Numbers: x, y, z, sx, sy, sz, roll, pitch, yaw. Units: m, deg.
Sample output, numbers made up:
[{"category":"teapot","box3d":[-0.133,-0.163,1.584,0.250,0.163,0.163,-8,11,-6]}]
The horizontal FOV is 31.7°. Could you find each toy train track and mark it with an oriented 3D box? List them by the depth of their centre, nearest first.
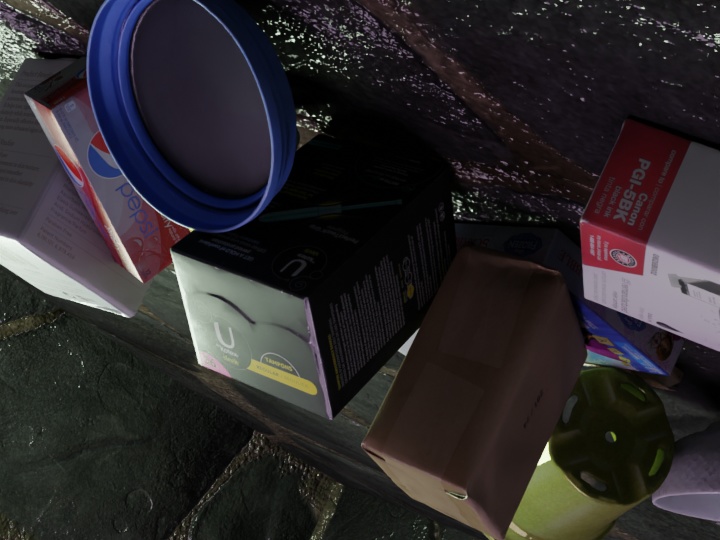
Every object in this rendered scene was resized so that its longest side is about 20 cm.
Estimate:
[{"category":"toy train track","box3d":[0.256,0.107,1.333,0.114,0.033,0.199,35,165,-27]}]

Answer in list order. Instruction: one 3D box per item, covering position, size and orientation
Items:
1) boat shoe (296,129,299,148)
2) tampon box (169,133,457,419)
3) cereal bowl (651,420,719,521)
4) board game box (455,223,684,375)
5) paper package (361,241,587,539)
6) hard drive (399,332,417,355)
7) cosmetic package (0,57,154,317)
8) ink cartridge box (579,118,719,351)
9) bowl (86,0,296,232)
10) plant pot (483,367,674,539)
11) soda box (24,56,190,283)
[{"category":"boat shoe","box3d":[-0.142,-0.145,1.102,0.199,0.073,0.065,28,164,26]},{"category":"tampon box","box3d":[-0.031,-0.001,1.064,0.149,0.200,0.127,18,134,33]},{"category":"cereal bowl","box3d":[0.389,0.198,1.254,0.197,0.084,0.200,6,162,2]},{"category":"board game box","box3d":[0.167,0.024,1.186,0.199,0.041,0.199,37,163,-31]},{"category":"paper package","box3d":[0.108,0.109,1.101,0.103,0.202,0.191,21,165,25]},{"category":"hard drive","box3d":[0.103,0.081,1.390,0.131,0.027,0.199,-7,152,37]},{"category":"cosmetic package","box3d":[-0.287,-0.087,1.292,0.166,0.202,0.166,12,160,44]},{"category":"ink cartridge box","box3d":[0.253,-0.004,0.845,0.198,0.084,0.147,23,164,19]},{"category":"bowl","box3d":[-0.131,-0.129,0.984,0.199,0.039,0.203,21,126,31]},{"category":"plant pot","box3d":[0.214,0.180,1.268,0.199,0.202,0.184,28,158,-4]},{"category":"soda box","box3d":[-0.227,-0.090,1.169,0.063,0.070,0.201,28,149,48]}]
